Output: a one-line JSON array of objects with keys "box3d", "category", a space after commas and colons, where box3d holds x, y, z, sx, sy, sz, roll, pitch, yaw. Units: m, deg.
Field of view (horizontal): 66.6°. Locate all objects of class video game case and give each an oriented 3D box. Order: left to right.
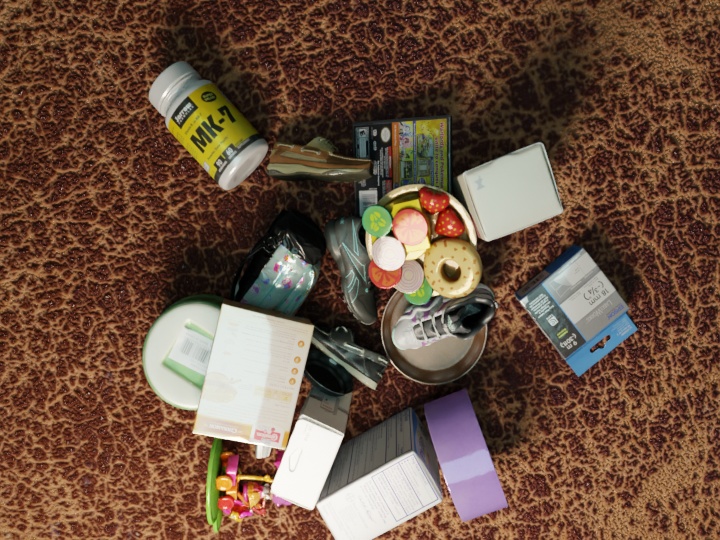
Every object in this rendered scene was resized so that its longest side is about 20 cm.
[{"box3d": [0.074, -0.162, 0.968, 0.175, 0.025, 0.207, 1, 98, 19], "category": "video game case"}]

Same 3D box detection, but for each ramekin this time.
[{"box3d": [-0.282, 0.144, 0.958, 0.193, 0.098, 0.207, 0, 87, -8], "category": "ramekin"}]

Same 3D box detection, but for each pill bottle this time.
[{"box3d": [-0.265, -0.252, 0.954, 0.114, 0.114, 0.200, -43, 93, 8], "category": "pill bottle"}]

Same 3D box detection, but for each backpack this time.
[{"box3d": [-0.145, 0.009, 0.965, 0.125, 0.167, 0.202, 35, 105, -7], "category": "backpack"}]

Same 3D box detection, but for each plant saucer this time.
[{"box3d": [0.135, 0.108, 1.016, 0.193, 0.035, 0.207, 0, 97, 3], "category": "plant saucer"}]

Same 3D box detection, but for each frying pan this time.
[{"box3d": [-0.090, 0.177, 0.979, 0.187, 0.116, 0.031, 22, 111, -35], "category": "frying pan"}]

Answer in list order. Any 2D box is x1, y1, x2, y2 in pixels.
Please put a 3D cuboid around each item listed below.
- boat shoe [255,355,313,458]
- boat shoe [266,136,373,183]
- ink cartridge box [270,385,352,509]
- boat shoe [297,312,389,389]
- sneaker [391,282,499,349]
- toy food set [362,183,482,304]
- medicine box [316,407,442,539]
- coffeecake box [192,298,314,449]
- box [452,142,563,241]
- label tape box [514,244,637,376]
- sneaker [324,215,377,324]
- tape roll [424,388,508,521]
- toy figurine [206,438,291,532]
[{"box3d": [-0.146, 0.247, 1.016, 0.063, 0.074, 0.207, 19, 73, -8], "category": "boat shoe"}, {"box3d": [-0.073, -0.197, 0.962, 0.194, 0.076, 0.076, 4, 89, 12], "category": "boat shoe"}, {"box3d": [-0.081, 0.296, 0.972, 0.081, 0.200, 0.150, 22, 99, 0], "category": "ink cartridge box"}, {"box3d": [-0.037, 0.136, 1.017, 0.197, 0.072, 0.068, 34, 82, 7], "category": "boat shoe"}, {"box3d": [0.141, 0.087, 0.925, 0.196, 0.140, 0.079, -30, 96, 7], "category": "sneaker"}, {"box3d": [0.095, -0.040, 0.904, 0.193, 0.049, 0.205, -10, 110, 23], "category": "toy food set"}, {"box3d": [0.035, 0.367, 0.983, 0.197, 0.182, 0.105, -30, 96, 8], "category": "medicine box"}, {"box3d": [-0.172, 0.166, 0.886, 0.149, 0.073, 0.206, 14, 90, -13], "category": "coffeecake box"}, {"box3d": [0.230, -0.126, 0.893, 0.125, 0.200, 0.112, -20, 95, 7], "category": "box"}, {"box3d": [0.394, 0.079, 0.980, 0.143, 0.063, 0.201, -40, 93, 9], "category": "label tape box"}, {"box3d": [0.000, 0.000, 0.977, 0.077, 0.076, 0.205, -15, 105, 18], "category": "sneaker"}, {"box3d": [0.183, 0.319, 0.958, 0.083, 0.200, 0.205, -19, 96, 6], "category": "tape roll"}, {"box3d": [-0.190, 0.416, 1.045, 0.178, 0.151, 0.205, 2, 120, -6], "category": "toy figurine"}]
